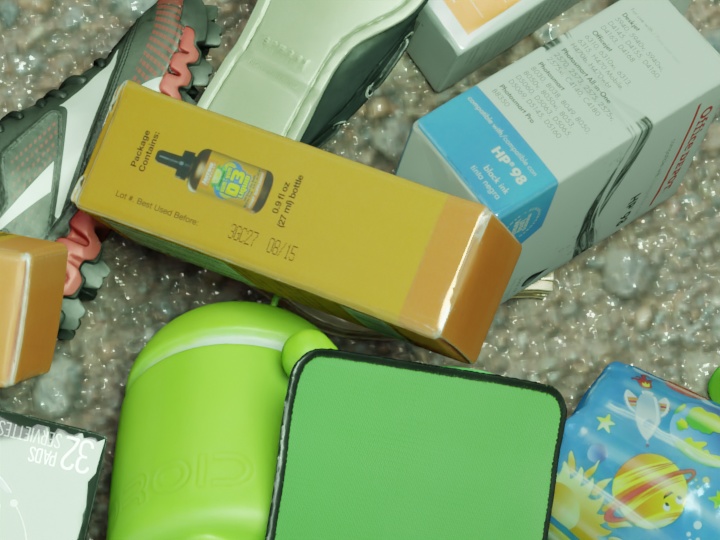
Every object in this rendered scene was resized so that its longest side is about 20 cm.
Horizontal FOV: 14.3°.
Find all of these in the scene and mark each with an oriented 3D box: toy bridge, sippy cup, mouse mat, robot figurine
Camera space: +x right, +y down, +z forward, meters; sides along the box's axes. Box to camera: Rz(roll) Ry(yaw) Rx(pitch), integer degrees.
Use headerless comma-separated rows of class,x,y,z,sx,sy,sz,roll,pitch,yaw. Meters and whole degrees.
toy bridge,0.000,0.000,1.458,0.199,0.027,0.068,5,76,-9
sippy cup,0.153,0.117,1.408,0.130,0.178,0.140,32,102,11
mouse mat,0.020,0.142,1.310,0.160,0.008,0.201,11,86,-35
robot figurine,-0.060,0.099,1.356,0.115,0.175,0.201,25,42,-23

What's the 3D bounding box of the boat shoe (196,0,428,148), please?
boat shoe,-0.013,-0.119,1.424,0.074,0.066,0.200,31,89,10

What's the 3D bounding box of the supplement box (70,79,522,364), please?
supplement box,-0.030,-0.022,1.334,0.199,0.069,0.067,21,83,20

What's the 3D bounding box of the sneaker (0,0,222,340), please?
sneaker,-0.144,-0.063,1.427,0.098,0.071,0.201,30,75,-4

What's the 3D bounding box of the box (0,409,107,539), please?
box,-0.233,0.129,1.336,0.199,0.124,0.149,13,79,-7

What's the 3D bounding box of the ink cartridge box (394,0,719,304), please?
ink cartridge box,0.110,-0.064,1.424,0.200,0.116,0.067,-31,70,-26

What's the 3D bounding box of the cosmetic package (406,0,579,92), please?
cosmetic package,0.096,-0.192,1.497,0.200,0.071,0.102,-34,84,-16

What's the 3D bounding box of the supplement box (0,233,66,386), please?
supplement box,-0.245,0.003,1.358,0.199,0.067,0.069,9,97,10

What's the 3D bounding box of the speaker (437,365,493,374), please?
speaker,0.033,0.152,1.397,0.088,0.088,0.201,3,76,-8
